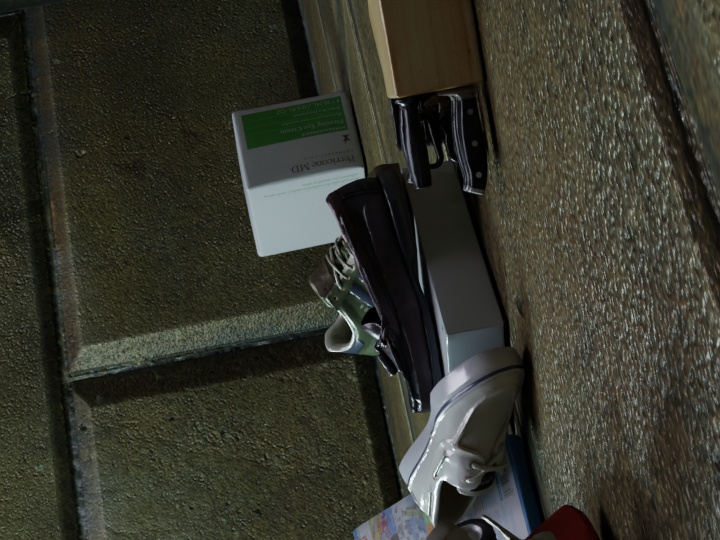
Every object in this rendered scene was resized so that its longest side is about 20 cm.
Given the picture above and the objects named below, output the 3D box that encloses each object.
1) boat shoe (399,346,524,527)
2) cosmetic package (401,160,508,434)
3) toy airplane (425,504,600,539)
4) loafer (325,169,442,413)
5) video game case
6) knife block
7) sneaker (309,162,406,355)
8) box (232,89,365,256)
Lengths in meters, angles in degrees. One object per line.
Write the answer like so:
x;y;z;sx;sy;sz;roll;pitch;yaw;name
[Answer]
0.083;0.132;1.218;0.070;0.071;0.200;64;150;27;boat shoe
0.078;0.031;1.351;0.201;0.051;0.151;-103;2;-46;cosmetic package
0.093;0.232;0.895;0.200;0.140;0.201;11;-101;-58;toy airplane
0.020;0.022;1.308;0.072;0.063;0.201;-130;28;-77;loafer
0.072;0.237;1.303;0.200;0.018;0.144;-38;53;39;video game case
0.048;-0.155;1.124;0.201;0.064;0.176;83;175;-52;knife block
0.000;0.000;1.391;0.067;0.089;0.201;-101;4;-47;sneaker
-0.096;-0.158;2.680;0.200;0.198;0.172;83;174;-58;box
